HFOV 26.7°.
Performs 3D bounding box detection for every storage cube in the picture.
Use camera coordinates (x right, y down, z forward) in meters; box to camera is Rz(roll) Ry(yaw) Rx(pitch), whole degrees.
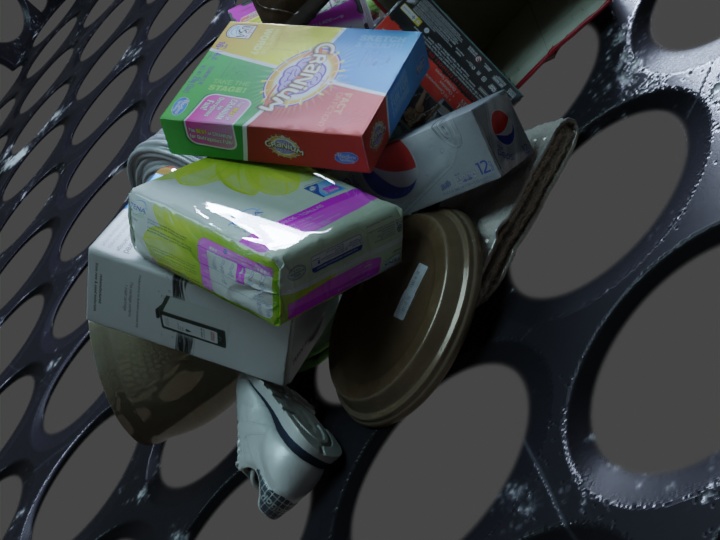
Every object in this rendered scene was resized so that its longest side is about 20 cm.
[{"bbox_3d":[0.120,-0.297,1.486,0.171,0.200,0.180,-42,18,17],"label":"storage cube"}]

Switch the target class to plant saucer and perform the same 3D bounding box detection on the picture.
[{"bbox_3d":[0.032,0.034,1.295,0.200,0.029,0.202,-41,35,37],"label":"plant saucer"}]

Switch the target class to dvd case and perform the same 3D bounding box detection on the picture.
[{"bbox_3d":[0.033,-0.143,1.412,0.200,0.146,0.022,-45,-3,11],"label":"dvd case"}]

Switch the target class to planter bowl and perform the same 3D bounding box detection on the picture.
[{"bbox_3d":[-0.167,0.060,1.503,0.133,0.202,0.201,-14,34,13],"label":"planter bowl"}]

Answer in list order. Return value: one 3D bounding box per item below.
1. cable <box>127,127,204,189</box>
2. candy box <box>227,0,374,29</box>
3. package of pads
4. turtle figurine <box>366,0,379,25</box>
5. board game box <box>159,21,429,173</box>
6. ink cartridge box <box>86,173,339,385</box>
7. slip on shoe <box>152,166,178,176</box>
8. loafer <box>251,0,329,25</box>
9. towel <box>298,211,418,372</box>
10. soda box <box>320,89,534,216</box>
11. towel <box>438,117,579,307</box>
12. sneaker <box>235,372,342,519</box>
[{"bbox_3d":[-0.158,-0.076,1.644,0.199,0.200,0.069,-9,36,54],"label":"cable"},{"bbox_3d":[-0.042,-0.196,1.508,0.135,0.061,0.202,-23,60,11],"label":"candy box"},{"bbox_3d":[-0.085,-0.035,1.290,0.199,0.069,0.154,25,37,38],"label":"package of pads"},{"bbox_3d":[-0.019,-0.294,1.763,0.193,0.143,0.202,31,124,49],"label":"turtle figurine"},{"bbox_3d":[-0.057,-0.157,1.348,0.198,0.041,0.154,7,45,23],"label":"board game box"},{"bbox_3d":[-0.128,0.005,1.377,0.146,0.198,0.085,-59,-18,-53],"label":"ink cartridge box"},{"bbox_3d":[-0.156,-0.036,1.570,0.073,0.200,0.062,-4,55,35],"label":"slip on shoe"},{"bbox_3d":[-0.033,-0.304,1.440,0.200,0.071,0.073,-43,18,17],"label":"loafer"},{"bbox_3d":[0.000,0.000,1.473,0.149,0.031,0.201,-33,31,40],"label":"towel"},{"bbox_3d":[0.048,-0.089,1.328,0.199,0.064,0.068,-20,10,39],"label":"soda box"},{"bbox_3d":[0.105,-0.048,1.336,0.132,0.034,0.201,-7,48,58],"label":"towel"},{"bbox_3d":[-0.083,0.144,1.347,0.081,0.076,0.200,-57,21,7],"label":"sneaker"}]
